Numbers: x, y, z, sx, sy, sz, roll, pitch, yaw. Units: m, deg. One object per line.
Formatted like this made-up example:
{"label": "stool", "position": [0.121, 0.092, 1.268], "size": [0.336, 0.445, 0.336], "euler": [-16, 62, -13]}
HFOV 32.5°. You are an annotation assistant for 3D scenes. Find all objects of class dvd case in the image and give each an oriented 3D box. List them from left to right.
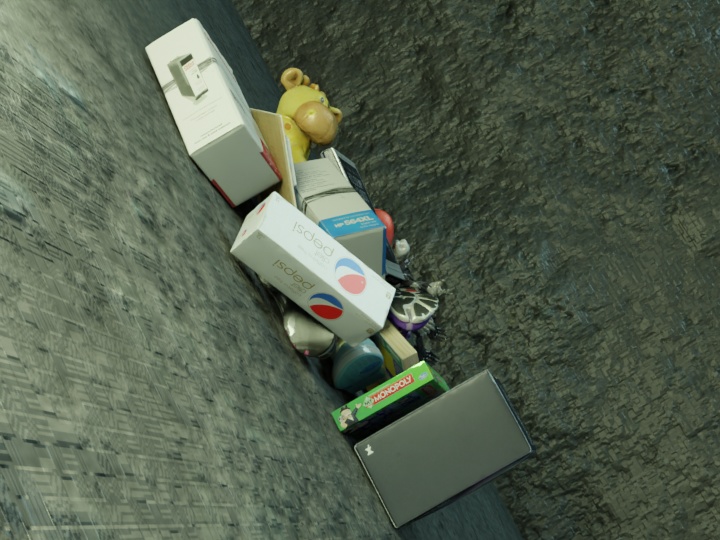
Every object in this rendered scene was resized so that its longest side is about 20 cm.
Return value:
{"label": "dvd case", "position": [0.005, -0.077, 1.821], "size": [0.150, 0.024, 0.202], "euler": [18, 48, -78]}

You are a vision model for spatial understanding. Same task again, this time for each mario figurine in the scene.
{"label": "mario figurine", "position": [0.002, -0.040, 2.057], "size": [0.107, 0.122, 0.200], "euler": [64, -36, 22]}

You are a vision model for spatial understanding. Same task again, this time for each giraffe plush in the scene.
{"label": "giraffe plush", "position": [-0.097, -0.202, 1.862], "size": [0.200, 0.162, 0.173], "euler": [42, -2, 20]}

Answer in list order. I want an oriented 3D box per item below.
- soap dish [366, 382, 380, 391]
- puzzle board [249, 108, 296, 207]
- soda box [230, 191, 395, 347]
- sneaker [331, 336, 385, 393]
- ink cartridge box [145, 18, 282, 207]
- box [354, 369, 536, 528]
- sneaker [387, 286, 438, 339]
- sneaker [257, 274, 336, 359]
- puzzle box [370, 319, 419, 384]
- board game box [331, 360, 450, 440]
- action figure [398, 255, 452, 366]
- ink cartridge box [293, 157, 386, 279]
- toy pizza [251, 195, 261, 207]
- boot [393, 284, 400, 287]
{"label": "soap dish", "position": [0.058, 0.192, 1.999], "size": [0.202, 0.081, 0.157], "euler": [60, 4, -1]}
{"label": "puzzle board", "position": [-0.113, -0.119, 1.698], "size": [0.150, 0.017, 0.203], "euler": [-155, -127, -66]}
{"label": "soda box", "position": [-0.055, 0.001, 1.479], "size": [0.199, 0.063, 0.069], "euler": [38, 45, -18]}
{"label": "sneaker", "position": [-0.025, 0.093, 1.707], "size": [0.132, 0.079, 0.200], "euler": [63, -5, 14]}
{"label": "ink cartridge box", "position": [-0.195, -0.209, 1.638], "size": [0.202, 0.082, 0.147], "euler": [64, 5, 32]}
{"label": "box", "position": [0.115, 0.233, 1.606], "size": [0.124, 0.198, 0.198], "euler": [61, 5, 12]}
{"label": "sneaker", "position": [0.064, 0.070, 1.794], "size": [0.200, 0.079, 0.085], "euler": [-154, -112, -82]}
{"label": "sneaker", "position": [-0.081, 0.027, 1.574], "size": [0.086, 0.079, 0.203], "euler": [63, 11, -69]}
{"label": "puzzle box", "position": [0.038, 0.122, 1.776], "size": [0.200, 0.025, 0.134], "euler": [48, -23, 50]}
{"label": "board game box", "position": [0.046, 0.174, 1.602], "size": [0.029, 0.133, 0.200], "euler": [60, 3, 16]}
{"label": "action figure", "position": [0.094, 0.058, 2.021], "size": [0.120, 0.101, 0.201], "euler": [-59, 140, -32]}
{"label": "ink cartridge box", "position": [-0.042, -0.043, 1.698], "size": [0.200, 0.083, 0.148], "euler": [-126, -151, -48]}
{"label": "toy pizza", "position": [-0.129, -0.087, 1.966], "size": [0.202, 0.031, 0.200], "euler": [60, 4, -7]}
{"label": "boot", "position": [0.000, 0.000, 1.897], "size": [0.145, 0.070, 0.203], "euler": [-23, 110, -46]}
